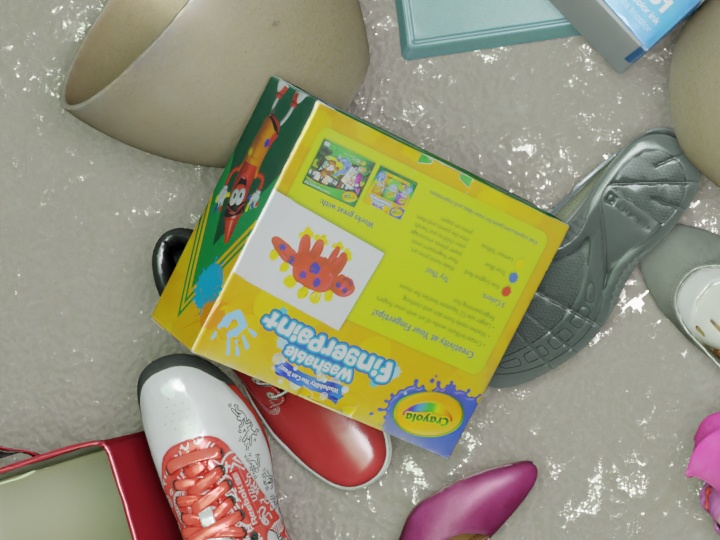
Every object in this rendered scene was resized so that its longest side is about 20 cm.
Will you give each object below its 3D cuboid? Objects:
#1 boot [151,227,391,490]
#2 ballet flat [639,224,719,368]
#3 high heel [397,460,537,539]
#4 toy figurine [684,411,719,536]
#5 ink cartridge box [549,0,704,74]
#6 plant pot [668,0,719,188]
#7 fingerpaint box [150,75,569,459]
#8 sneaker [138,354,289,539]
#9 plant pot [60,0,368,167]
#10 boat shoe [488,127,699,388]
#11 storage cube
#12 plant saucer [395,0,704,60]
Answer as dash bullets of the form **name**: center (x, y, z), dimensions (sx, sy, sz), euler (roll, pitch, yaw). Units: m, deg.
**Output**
- **boot**: center (-0.059, 0.059, 1.670), dimensions (0.072, 0.144, 0.200), euler (-38, 85, 7)
- **ballet flat**: center (0.254, 0.047, 1.660), dimensions (0.067, 0.064, 0.200), euler (-44, 83, 7)
- **high heel**: center (0.049, 0.206, 1.684), dimensions (0.200, 0.067, 0.096), euler (-40, 62, 20)
- **toy figurine**: center (0.269, 0.164, 1.611), dimensions (0.150, 0.200, 0.184), euler (-30, 77, -32)
- **ink cartridge box**: center (0.211, -0.222, 1.610), dimensions (0.200, 0.145, 0.085), euler (-44, 90, -1)
- **plant pot**: center (0.268, -0.112, 1.608), dimensions (0.134, 0.200, 0.201), euler (1, 90, 32)
- **fingerpaint box**: center (0.000, 0.000, 1.598), dimensions (0.200, 0.073, 0.167), euler (24, 95, -31)
- **sneaker**: center (-0.083, 0.157, 1.618), dimensions (0.067, 0.108, 0.202), euler (-17, 114, 8)
- **plant pot**: center (-0.074, -0.143, 1.658), dimensions (0.134, 0.200, 0.200), euler (37, 96, -19)
- **boat shoe**: center (0.138, -0.009, 1.685), dimensions (0.074, 0.065, 0.202), euler (37, 101, -6)
- **storage cube**: center (-0.193, 0.205, 1.674), dimensions (0.171, 0.180, 0.200), euler (-16, 87, 9)
- **plant saucer**: center (0.119, -0.185, 1.705), dimensions (0.199, 0.019, 0.070), euler (-8, 89, 10)
